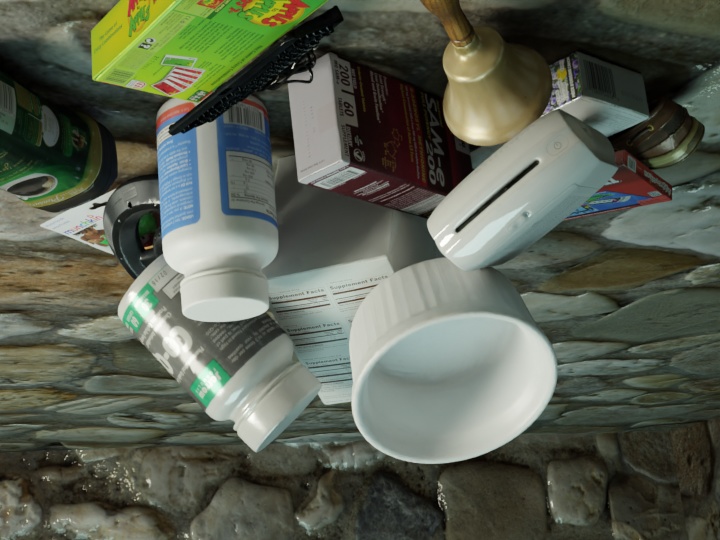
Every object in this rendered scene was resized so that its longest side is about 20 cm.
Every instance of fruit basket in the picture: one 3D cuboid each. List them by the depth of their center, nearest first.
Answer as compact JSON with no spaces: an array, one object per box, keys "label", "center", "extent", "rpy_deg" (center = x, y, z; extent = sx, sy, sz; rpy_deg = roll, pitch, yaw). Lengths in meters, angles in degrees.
[{"label":"fruit basket","center":[-0.235,-0.038,1.321],"extent":[0.184,0.095,0.199],"rpy_deg":[-18,156,36]}]

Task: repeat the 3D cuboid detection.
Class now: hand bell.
[{"label":"hand bell","center":[0.080,-0.197,0.943],"extent":[0.103,0.105,0.200],"rpy_deg":[-12,151,22]}]

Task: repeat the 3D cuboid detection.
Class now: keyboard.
[{"label":"keyboard","center":[-0.077,-0.160,0.973],"extent":[0.199,0.040,0.104],"rpy_deg":[-24,-167,49]}]

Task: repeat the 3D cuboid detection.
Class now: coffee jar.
[{"label":"coffee jar","center":[-0.312,-0.118,1.036],"extent":[0.103,0.086,0.200],"rpy_deg":[-16,160,22]}]

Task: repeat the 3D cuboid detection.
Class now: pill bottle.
[{"label":"pill bottle","center":[-0.135,-0.059,1.090],"extent":[0.111,0.203,0.112],"rpy_deg":[-5,164,-1]},{"label":"pill bottle","center":[-0.139,0.077,1.153],"extent":[0.113,0.200,0.113],"rpy_deg":[-44,172,-8]}]

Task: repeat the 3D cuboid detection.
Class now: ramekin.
[{"label":"ramekin","center":[0.082,0.084,1.109],"extent":[0.198,0.098,0.202],"rpy_deg":[-6,131,-7]}]

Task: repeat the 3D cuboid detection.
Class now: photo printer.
[{"label":"photo printer","center":[0.147,-0.070,1.035],"extent":[0.166,0.070,0.200],"rpy_deg":[-40,170,17]}]

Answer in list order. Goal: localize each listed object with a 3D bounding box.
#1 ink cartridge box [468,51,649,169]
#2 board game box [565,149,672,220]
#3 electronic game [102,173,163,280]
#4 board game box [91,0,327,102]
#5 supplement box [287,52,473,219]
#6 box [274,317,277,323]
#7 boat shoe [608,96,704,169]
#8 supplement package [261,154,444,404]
[{"label":"ink cartridge box","center":[0.178,-0.150,1.160],"extent":[0.108,0.051,0.199],"rpy_deg":[8,160,-40]},{"label":"board game box","center":[0.220,-0.083,1.230],"extent":[0.198,0.020,0.102],"rpy_deg":[-10,154,42]},{"label":"electronic game","center":[-0.184,-0.023,1.232],"extent":[0.197,0.042,0.201],"rpy_deg":[13,139,11]},{"label":"board game box","center":[-0.122,-0.200,0.897],"extent":[0.101,0.048,0.199],"rpy_deg":[6,160,-37]},{"label":"supplement box","center":[0.024,-0.122,1.095],"extent":[0.060,0.110,0.199],"rpy_deg":[-21,159,38]},{"label":"box","center":[-0.006,0.014,1.480],"extent":[0.142,0.036,0.200],"rpy_deg":[-19,-167,35]},{"label":"boat shoe","center":[0.266,-0.139,1.217],"extent":[0.067,0.072,0.199],"rpy_deg":[42,149,-23]},{"label":"supplement package","center":[0.000,0.000,1.230],"extent":[0.145,0.193,0.201],"rpy_deg":[-10,133,17]}]
